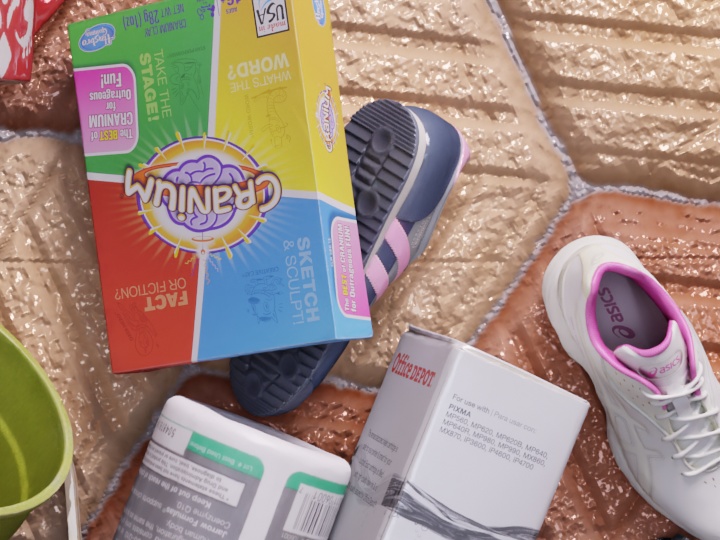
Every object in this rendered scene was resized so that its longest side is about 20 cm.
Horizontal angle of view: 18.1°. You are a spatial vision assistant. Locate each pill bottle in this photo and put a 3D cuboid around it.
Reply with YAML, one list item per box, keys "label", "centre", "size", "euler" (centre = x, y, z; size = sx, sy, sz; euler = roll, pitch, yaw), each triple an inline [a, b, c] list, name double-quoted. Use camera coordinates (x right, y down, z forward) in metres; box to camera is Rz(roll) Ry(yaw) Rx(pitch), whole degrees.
- label: "pill bottle"
  centre: [-0.090, 0.180, 1.243]
  size: [0.113, 0.113, 0.201]
  euler: [22, 88, -2]

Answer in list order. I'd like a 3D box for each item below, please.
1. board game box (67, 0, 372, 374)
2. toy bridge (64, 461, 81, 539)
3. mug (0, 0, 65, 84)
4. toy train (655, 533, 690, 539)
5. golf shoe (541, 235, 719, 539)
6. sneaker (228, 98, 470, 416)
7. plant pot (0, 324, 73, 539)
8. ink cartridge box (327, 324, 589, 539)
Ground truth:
- label: "board game box"
  centre: [-0.079, -0.051, 1.246]
  size: [0.152, 0.040, 0.201]
  euler: [-10, 86, 30]
- label: "toy bridge"
  centre: [-0.200, 0.112, 1.283]
  size: [0.067, 0.027, 0.200]
  euler: [-34, 89, -3]
- label: "mug"
  centre: [-0.213, -0.203, 1.242]
  size: [0.177, 0.133, 0.201]
  euler: [1, 92, 0]
- label: "toy train"
  centre: [0.130, 0.235, 1.292]
  size: [0.046, 0.034, 0.200]
  euler: [44, 87, -13]
- label: "golf shoe"
  centre: [0.170, 0.072, 1.268]
  size: [0.075, 0.092, 0.200]
  euler: [-33, 92, -4]
- label: "sneaker"
  centre: [0.000, 0.000, 1.276]
  size: [0.070, 0.082, 0.200]
  euler: [43, 111, 32]
- label: "plant pot"
  centre: [-0.285, 0.124, 1.194]
  size: [0.200, 0.200, 0.193]
  euler: [35, 114, -1]
- label: "ink cartridge box"
  centre: [0.036, 0.140, 1.230]
  size: [0.083, 0.144, 0.201]
  euler: [22, 88, -10]
